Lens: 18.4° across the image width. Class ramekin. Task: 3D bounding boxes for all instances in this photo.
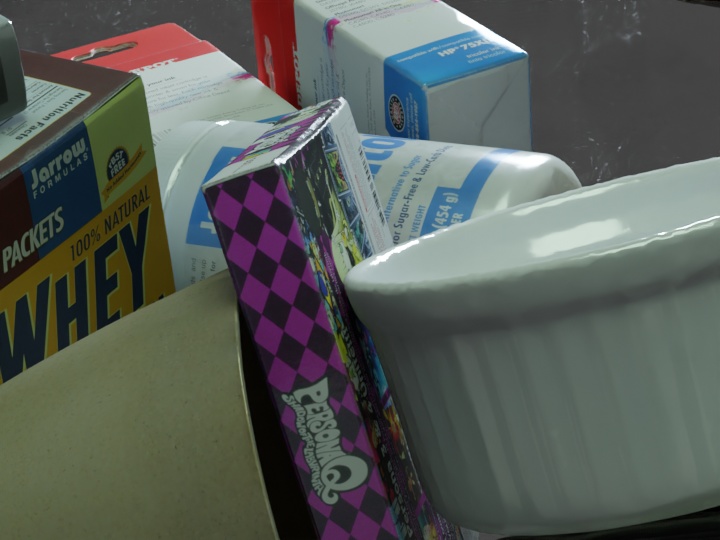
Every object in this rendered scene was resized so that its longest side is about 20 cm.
[{"bbox_3d":[0.100,0.024,0.819,0.199,0.099,0.200,-13,7,2],"label":"ramekin"}]

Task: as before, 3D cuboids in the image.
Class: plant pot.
[{"bbox_3d":[-0.109,0.112,0.869,0.198,0.188,0.188,-15,28,9],"label":"plant pot"}]

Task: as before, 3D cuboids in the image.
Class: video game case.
[{"bbox_3d":[-0.002,0.041,0.889,0.036,0.202,0.181,-16,10,10],"label":"video game case"}]

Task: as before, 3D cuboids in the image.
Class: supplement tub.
[{"bbox_3d":[0.000,0.000,1.063,0.198,0.133,0.132,7,31,25],"label":"supplement tub"}]

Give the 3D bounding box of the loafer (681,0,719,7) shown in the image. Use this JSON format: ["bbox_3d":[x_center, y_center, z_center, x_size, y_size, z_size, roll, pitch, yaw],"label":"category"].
[{"bbox_3d":[0.284,-0.189,1.434,0.198,0.073,0.071,1,35,25],"label":"loafer"}]

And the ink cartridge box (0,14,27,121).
[{"bbox_3d":[-0.262,-0.087,0.936,0.160,0.048,0.199,-31,43,-32],"label":"ink cartridge box"}]

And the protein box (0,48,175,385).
[{"bbox_3d":[-0.202,0.009,1.009,0.199,0.200,0.135,14,36,29],"label":"protein box"}]

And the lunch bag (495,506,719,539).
[{"bbox_3d":[0.149,0.145,0.791,0.163,0.119,0.200,0,24,-29],"label":"lunch bag"}]

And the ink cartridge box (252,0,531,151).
[{"bbox_3d":[0.014,-0.093,1.228,0.067,0.117,0.200,-19,34,-23],"label":"ink cartridge box"}]

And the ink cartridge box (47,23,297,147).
[{"bbox_3d":[-0.110,-0.069,1.267,0.115,0.068,0.200,-18,33,-24],"label":"ink cartridge box"}]
